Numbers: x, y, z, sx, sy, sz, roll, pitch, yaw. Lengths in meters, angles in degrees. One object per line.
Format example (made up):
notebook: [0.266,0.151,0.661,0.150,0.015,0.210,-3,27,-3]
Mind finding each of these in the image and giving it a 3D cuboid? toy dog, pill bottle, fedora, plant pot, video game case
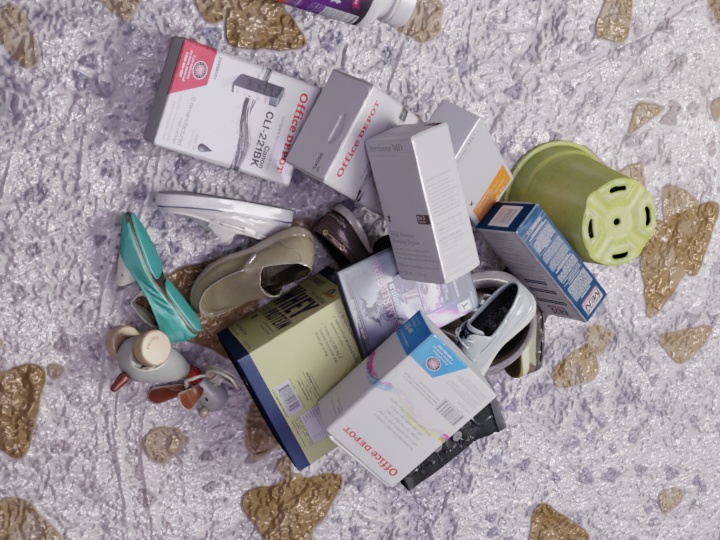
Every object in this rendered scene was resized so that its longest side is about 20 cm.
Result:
toy dog: [-0.274,0.157,1.390,0.199,0.132,0.097,33,67,-16]
pill bottle: [-0.025,-0.397,1.350,0.198,0.111,0.112,11,99,-24]
fedora: [0.168,0.074,1.532,0.198,0.090,0.178,-15,114,-13]
plant pot: [0.347,-0.090,1.532,0.199,0.184,0.202,-5,104,-21]
video game case: [0.069,0.027,1.405,0.199,0.019,0.144,-26,109,-23]

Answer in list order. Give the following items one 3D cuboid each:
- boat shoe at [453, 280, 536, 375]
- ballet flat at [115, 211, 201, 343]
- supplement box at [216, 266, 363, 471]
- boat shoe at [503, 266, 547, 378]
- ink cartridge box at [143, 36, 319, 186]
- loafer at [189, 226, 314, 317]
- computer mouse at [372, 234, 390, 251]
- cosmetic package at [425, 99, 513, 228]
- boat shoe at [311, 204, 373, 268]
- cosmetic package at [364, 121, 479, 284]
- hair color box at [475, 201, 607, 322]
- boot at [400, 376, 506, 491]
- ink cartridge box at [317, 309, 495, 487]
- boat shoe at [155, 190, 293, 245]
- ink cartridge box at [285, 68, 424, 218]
boat shoe: [0.169,0.094,1.443,0.201,0.070,0.072,-47,136,-3]
ballet flat: [-0.295,0.019,1.373,0.070,0.067,0.201,-25,110,6]
supplement box: [-0.066,0.139,1.451,0.199,0.134,0.201,-31,111,-12]
boat shoe: [0.267,0.071,1.607,0.066,0.072,0.203,-7,103,-33]
ink cartridge box: [-0.173,-0.213,1.351,0.199,0.084,0.145,15,97,-25]
loafer: [-0.150,0.010,1.394,0.199,0.069,0.076,-31,139,9]
computer mouse: [0.088,0.010,1.542,0.059,0.034,0.200,-49,121,-3]
cosmetic package: [0.147,-0.149,1.442,0.102,0.071,0.200,-57,151,-5]
boat shoe: [0.000,0.000,1.475,0.059,0.072,0.201,-39,109,-19]
cosmetic package: [0.082,-0.089,1.321,0.074,0.101,0.202,-28,109,-33]
hair color box: [0.272,-0.014,1.495,0.061,0.100,0.200,-50,117,-16]
boot: [0.121,0.236,1.593,0.199,0.066,0.166,-28,110,-9]
ink cartridge box: [0.061,0.178,1.369,0.200,0.085,0.145,-43,115,6]
boat shoe: [-0.190,-0.069,1.391,0.199,0.072,0.066,8,96,-31]
ink cartridge box: [0.010,-0.169,1.390,0.200,0.084,0.145,26,93,-54]
